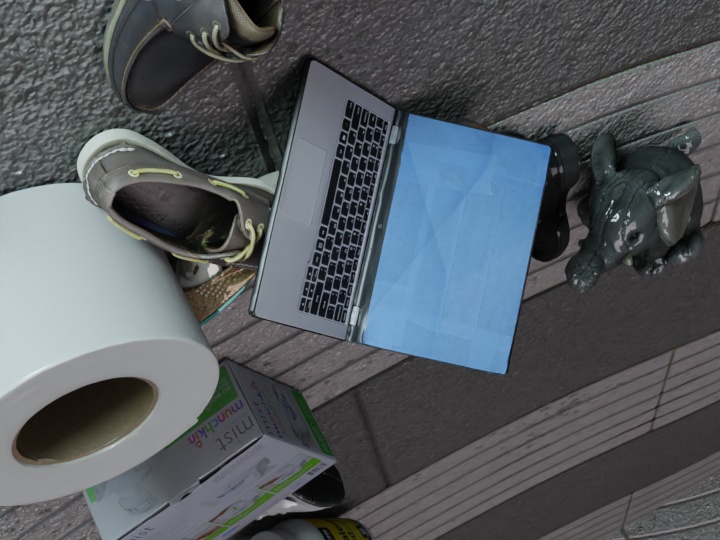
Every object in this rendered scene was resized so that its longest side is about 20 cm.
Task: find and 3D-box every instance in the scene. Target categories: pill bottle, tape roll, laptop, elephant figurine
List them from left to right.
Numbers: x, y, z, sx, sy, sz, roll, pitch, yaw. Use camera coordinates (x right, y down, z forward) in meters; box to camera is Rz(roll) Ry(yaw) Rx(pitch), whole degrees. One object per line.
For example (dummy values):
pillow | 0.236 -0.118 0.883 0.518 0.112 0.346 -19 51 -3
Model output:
tape roll | -0.218 0.055 0.862 0.201 0.140 0.203 -25 153 -13
pill bottle | -0.069 0.392 1.630 0.111 0.112 0.199 -41 153 20
laptop | 0.036 -0.034 0.896 0.200 0.115 0.189 20 81 -57
elephant figurine | 0.267 -0.062 1.160 0.141 0.156 0.200 -18 167 20

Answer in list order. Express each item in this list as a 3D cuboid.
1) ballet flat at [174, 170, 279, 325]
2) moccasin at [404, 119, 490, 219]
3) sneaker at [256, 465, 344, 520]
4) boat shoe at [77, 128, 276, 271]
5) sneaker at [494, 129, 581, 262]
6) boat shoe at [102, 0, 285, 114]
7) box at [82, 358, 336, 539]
ballet flat | -0.096 -0.027 0.954 0.200 0.071 0.065 -38 126 9
moccasin | 0.028 -0.054 1.000 0.200 0.078 0.074 -30 154 -2
sneaker | -0.118 0.263 1.421 0.200 0.076 0.115 14 138 -45
boat shoe | -0.106 -0.036 0.854 0.199 0.060 0.072 25 112 -39
sneaker | 0.148 -0.064 1.135 0.104 0.060 0.201 -24 147 -17
boat shoe | -0.084 -0.160 0.705 0.074 0.074 0.200 2 139 -47
box | -0.154 0.201 1.229 0.199 0.097 0.176 -36 153 11
